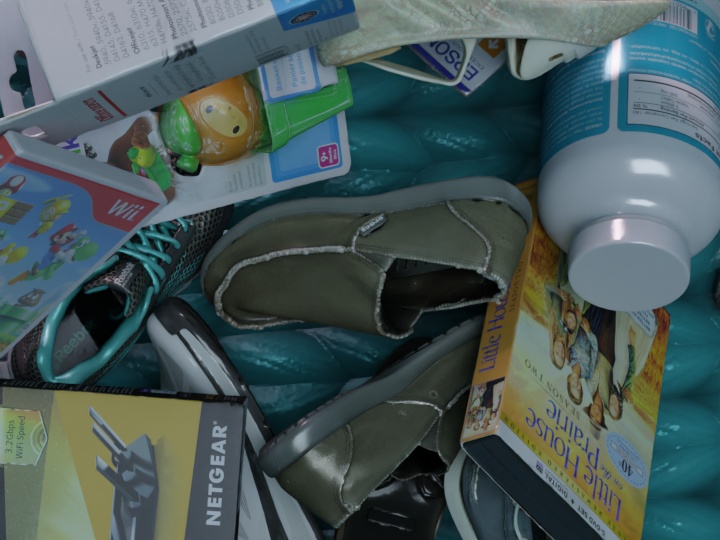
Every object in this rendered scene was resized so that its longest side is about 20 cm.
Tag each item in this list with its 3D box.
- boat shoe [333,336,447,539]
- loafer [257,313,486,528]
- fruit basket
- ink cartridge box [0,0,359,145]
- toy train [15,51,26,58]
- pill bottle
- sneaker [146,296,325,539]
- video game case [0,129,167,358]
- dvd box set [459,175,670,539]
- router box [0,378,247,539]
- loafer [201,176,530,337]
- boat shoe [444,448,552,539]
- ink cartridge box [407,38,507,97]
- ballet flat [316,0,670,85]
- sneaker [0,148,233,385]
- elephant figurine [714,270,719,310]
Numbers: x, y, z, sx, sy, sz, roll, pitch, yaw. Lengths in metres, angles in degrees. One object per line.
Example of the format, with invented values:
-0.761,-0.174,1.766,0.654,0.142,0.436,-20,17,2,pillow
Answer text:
0.017,0.138,1.398,0.075,0.074,0.201,20,67,-3,boat shoe
0.030,0.088,1.339,0.200,0.075,0.070,-29,85,-31,loafer
-0.106,-0.121,1.296,0.199,0.094,0.186,-16,101,-27,fruit basket
-0.106,-0.129,1.193,0.199,0.116,0.067,-21,86,1,ink cartridge box
-0.231,-0.217,1.325,0.114,0.087,0.201,-11,97,-3,toy train
0.160,-0.077,1.356,0.110,0.111,0.200,16,54,-13,pill bottle
-0.105,0.118,1.350,0.115,0.076,0.201,-28,120,-6,sneaker
-0.212,0.010,1.234,0.200,0.143,0.017,-42,65,15,video game case
0.124,0.062,1.357,0.146,0.029,0.200,46,40,-30,dvd box set
-0.147,0.164,1.278,0.157,0.052,0.201,4,91,-1,router box
0.000,0.000,1.320,0.199,0.070,0.075,-14,141,19,loafer
0.117,0.181,1.395,0.073,0.062,0.200,-56,129,-37,boat shoe
0.067,-0.222,1.366,0.200,0.041,0.200,-43,71,-7,ink cartridge box
0.071,-0.134,1.284,0.199,0.067,0.063,2,101,-1,ballet flat
-0.133,0.002,1.347,0.078,0.091,0.200,36,81,-12,sneaker
0.267,-0.093,1.420,0.200,0.142,0.155,-32,72,5,elephant figurine
